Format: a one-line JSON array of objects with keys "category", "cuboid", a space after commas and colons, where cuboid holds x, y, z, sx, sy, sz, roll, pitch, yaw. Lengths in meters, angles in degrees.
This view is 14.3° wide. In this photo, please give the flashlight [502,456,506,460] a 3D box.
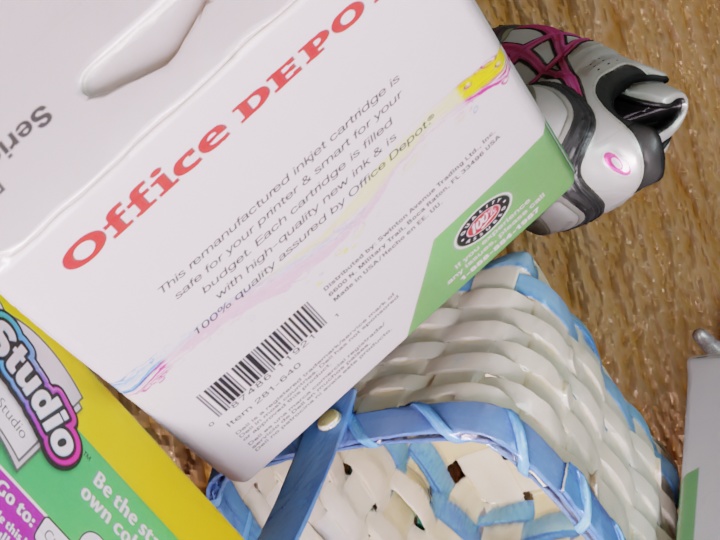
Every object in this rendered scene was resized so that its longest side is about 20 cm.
[{"category": "flashlight", "cuboid": [0.000, 0.000, 1.061, 0.200, 0.068, 0.068, 33, 14, -37]}]

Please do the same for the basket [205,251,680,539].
[{"category": "basket", "cuboid": [0.029, 0.111, 0.968, 0.177, 0.138, 0.201, 56, 33, -31]}]

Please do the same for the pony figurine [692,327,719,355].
[{"category": "pony figurine", "cuboid": [0.199, 0.092, 1.192, 0.194, 0.166, 0.200, 61, 19, -2]}]

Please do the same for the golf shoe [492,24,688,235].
[{"category": "golf shoe", "cuboid": [0.085, -0.054, 1.129, 0.200, 0.092, 0.073, -63, 146, -71]}]

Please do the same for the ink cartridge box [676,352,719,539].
[{"category": "ink cartridge box", "cuboid": [0.172, 0.146, 1.034, 0.146, 0.087, 0.201, -78, 154, -52]}]

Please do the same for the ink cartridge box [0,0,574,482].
[{"category": "ink cartridge box", "cuboid": [-0.036, -0.039, 0.812, 0.084, 0.145, 0.200, 48, -1, 26]}]

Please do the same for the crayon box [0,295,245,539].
[{"category": "crayon box", "cuboid": [-0.120, 0.094, 0.763, 0.200, 0.058, 0.173, 50, 43, -22]}]
